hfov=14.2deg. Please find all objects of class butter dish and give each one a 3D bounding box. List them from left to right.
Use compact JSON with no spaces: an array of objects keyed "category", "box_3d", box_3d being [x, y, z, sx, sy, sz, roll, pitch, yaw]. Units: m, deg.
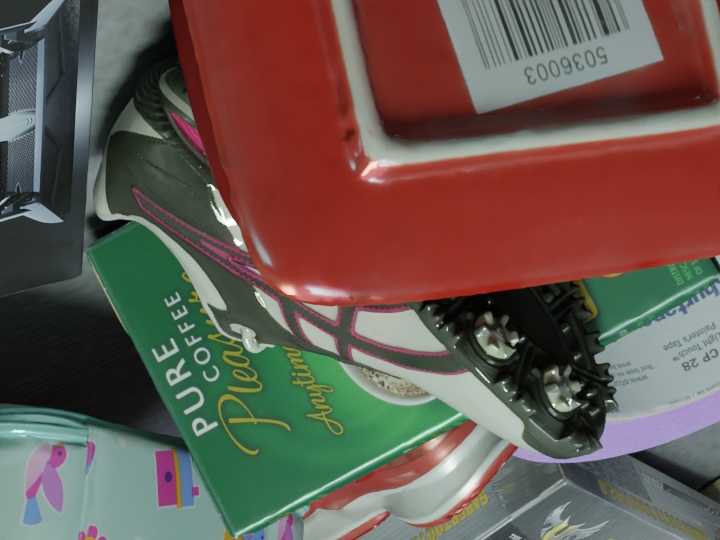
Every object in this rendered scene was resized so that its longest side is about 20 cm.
[{"category":"butter dish","box_3d":[0.014,-0.081,0.888,0.200,0.200,0.148,-8,170,-29]}]

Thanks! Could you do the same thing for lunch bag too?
[{"category":"lunch bag","box_3d":[-0.129,0.100,1.095,0.160,0.077,0.200,-5,163,38]}]

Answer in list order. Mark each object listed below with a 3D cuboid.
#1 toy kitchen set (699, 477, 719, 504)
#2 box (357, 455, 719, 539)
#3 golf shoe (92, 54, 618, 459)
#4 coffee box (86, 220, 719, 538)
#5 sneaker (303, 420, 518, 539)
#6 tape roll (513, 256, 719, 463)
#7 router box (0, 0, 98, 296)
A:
[{"category":"toy kitchen set","box_3d":[0.254,0.202,1.518,0.180,0.163,0.200,-37,150,19]},{"category":"box","box_3d":[0.081,0.151,1.401,0.158,0.048,0.200,-36,145,19]},{"category":"golf shoe","box_3d":[0.000,0.000,0.993,0.088,0.200,0.077,-46,-175,37]},{"category":"coffee box","box_3d":[0.015,-0.002,1.041,0.200,0.123,0.044,-30,175,5]},{"category":"sneaker","box_3d":[-0.018,0.048,1.167,0.078,0.116,0.200,-48,-168,-28]},{"category":"tape roll","box_3d":[0.127,-0.004,1.185,0.200,0.066,0.200,-20,151,-12]},{"category":"router box","box_3d":[-0.163,-0.052,0.888,0.157,0.052,0.200,-15,150,-18]}]
